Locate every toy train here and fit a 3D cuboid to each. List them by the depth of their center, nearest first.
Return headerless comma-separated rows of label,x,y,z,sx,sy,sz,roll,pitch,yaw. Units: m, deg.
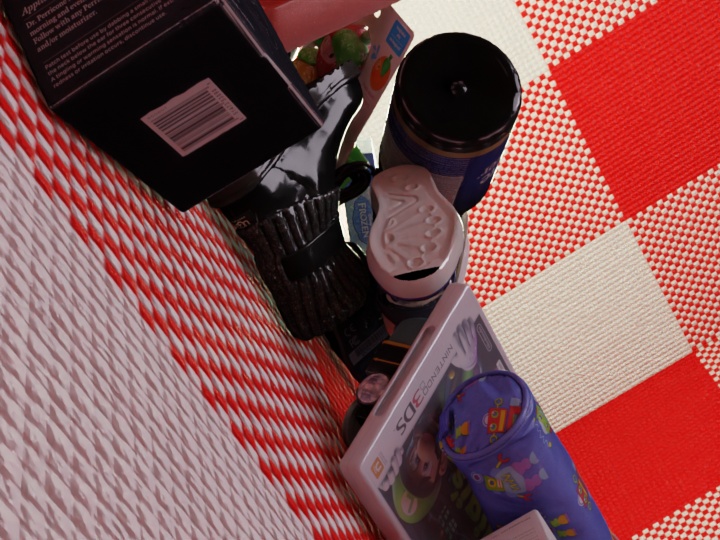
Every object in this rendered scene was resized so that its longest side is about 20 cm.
toy train,0.064,0.132,1.116,0.084,0.115,0.201,11,-34,42

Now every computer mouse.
computer mouse,0.000,0.000,1.263,0.201,0.140,0.046,54,-20,-25

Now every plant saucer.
plant saucer,-0.066,-0.274,1.286,0.199,0.198,0.037,33,-39,42

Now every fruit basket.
fruit basket,-0.033,-0.175,1.314,0.093,0.202,0.186,11,29,-28

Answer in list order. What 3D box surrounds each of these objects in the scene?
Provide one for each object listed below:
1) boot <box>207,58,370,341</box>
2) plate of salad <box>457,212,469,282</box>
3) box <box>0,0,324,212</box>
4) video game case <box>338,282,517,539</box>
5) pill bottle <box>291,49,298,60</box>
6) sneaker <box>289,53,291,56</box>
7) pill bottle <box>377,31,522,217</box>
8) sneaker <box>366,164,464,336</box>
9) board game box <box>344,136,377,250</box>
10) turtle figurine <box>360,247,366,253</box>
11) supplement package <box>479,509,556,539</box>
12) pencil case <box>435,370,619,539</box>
boot,-0.033,-0.060,1.150,0.159,0.079,0.212,54,50,-18
plate of salad,0.072,0.024,1.536,0.047,0.203,0.200,17,14,-8
box,-0.140,-0.173,0.891,0.198,0.123,0.200,63,7,21
video game case,0.075,0.144,1.052,0.183,0.023,0.201,-55,130,-34
pill bottle,-0.150,-0.281,1.409,0.202,0.112,0.112,60,6,12
sneaker,-0.093,-0.198,1.272,0.200,0.086,0.081,41,-19,30
pill bottle,0.074,-0.116,1.263,0.113,0.111,0.201,61,-16,18
sneaker,0.051,0.015,1.161,0.201,0.079,0.148,-99,178,-62
board game box,0.009,-0.042,1.591,0.200,0.043,0.202,-89,172,-79
turtle figurine,0.016,0.027,1.381,0.151,0.099,0.202,-99,173,-51
supplement package,0.121,0.283,0.935,0.114,0.109,0.201,56,8,-32
pencil case,0.124,0.166,1.032,0.201,0.086,0.079,58,21,-32
